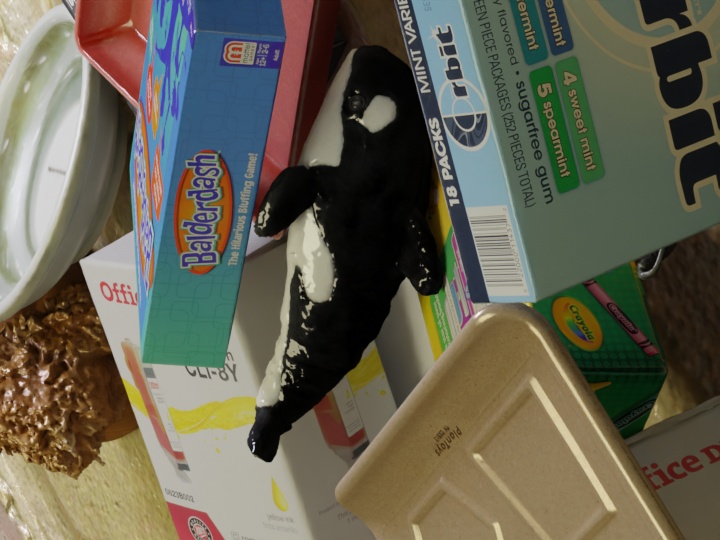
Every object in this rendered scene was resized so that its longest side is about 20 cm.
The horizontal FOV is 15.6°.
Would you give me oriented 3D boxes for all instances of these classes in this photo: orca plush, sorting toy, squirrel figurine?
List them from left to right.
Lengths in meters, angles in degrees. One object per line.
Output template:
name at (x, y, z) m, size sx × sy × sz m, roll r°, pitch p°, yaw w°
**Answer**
squirrel figurine at (-0.221, 0.066, 1.641) m, size 0.200 × 0.186 × 0.142 m, roll -8°, pitch 101°, yaw 57°
orca plush at (0.000, 0.000, 1.235) m, size 0.071 × 0.105 × 0.200 m, roll 24°, pitch 89°, yaw 33°
sorting toy at (0.083, 0.130, 1.092) m, size 0.200 × 0.036 × 0.185 m, roll 55°, pitch 144°, yaw 15°

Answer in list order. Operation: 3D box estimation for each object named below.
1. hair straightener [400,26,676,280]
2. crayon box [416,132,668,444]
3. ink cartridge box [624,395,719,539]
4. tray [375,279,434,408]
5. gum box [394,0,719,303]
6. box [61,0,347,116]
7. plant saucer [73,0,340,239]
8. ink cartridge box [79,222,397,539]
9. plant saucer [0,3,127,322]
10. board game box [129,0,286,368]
hair straightener at (0.073, -0.066, 1.132) m, size 0.077 × 0.041 × 0.200 m, roll 48°, pitch -175°, yaw -48°
crayon box at (0.075, 0.009, 1.212) m, size 0.119 × 0.058 × 0.200 m, roll 107°, pitch 157°, yaw -45°
ink cartridge box at (0.178, 0.161, 1.129) m, size 0.200 × 0.145 × 0.083 m, roll 52°, pitch 144°, yaw 26°
tray at (0.016, 0.017, 1.411) m, size 0.107 × 0.022 × 0.200 m, roll 29°, pitch 131°, yaw 47°
gum box at (0.109, -0.098, 1.034) m, size 0.045 × 0.200 × 0.170 m, roll -2°, pitch 106°, yaw 54°
box at (-0.098, -0.149, 1.465) m, size 0.200 × 0.049 × 0.161 m, roll 57°, pitch 148°, yaw 20°
plant saucer at (-0.073, -0.150, 1.350) m, size 0.200 × 0.037 × 0.200 m, roll 44°, pitch 139°, yaw 35°
ink cartridge box at (-0.056, 0.070, 1.433) m, size 0.145 × 0.083 × 0.200 m, roll 6°, pitch 119°, yaw 53°
plant saucer at (-0.185, -0.060, 1.600) m, size 0.200 × 0.050 × 0.200 m, roll -42°, pitch 39°, yaw 48°
board game box at (-0.076, -0.077, 1.258) m, size 0.152 × 0.045 × 0.200 m, roll -100°, pitch 17°, yaw -49°
